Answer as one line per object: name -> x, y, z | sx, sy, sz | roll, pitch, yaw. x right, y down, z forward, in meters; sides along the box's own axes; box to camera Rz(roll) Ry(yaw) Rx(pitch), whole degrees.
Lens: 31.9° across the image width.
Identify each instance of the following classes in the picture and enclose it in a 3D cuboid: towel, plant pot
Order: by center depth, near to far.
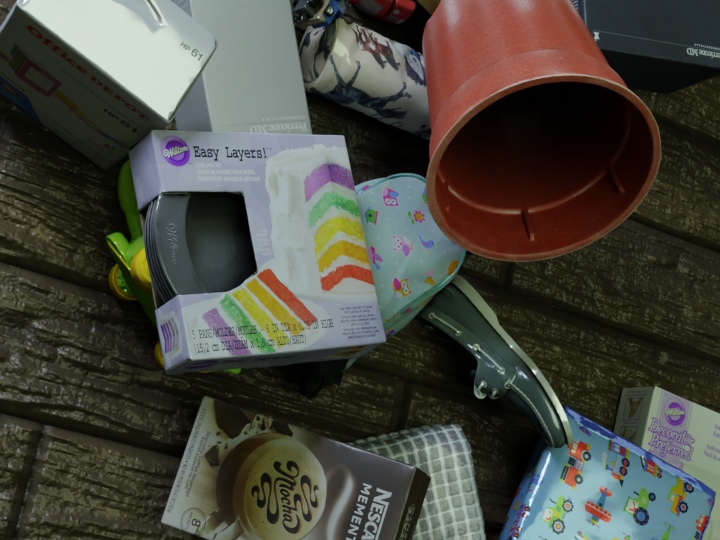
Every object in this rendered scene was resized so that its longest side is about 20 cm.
plant pot -> 0.139, -0.148, 1.104 | 0.198, 0.202, 0.197 | 16, 40, -24
towel -> 0.036, 0.253, 1.161 | 0.163, 0.085, 0.204 | -10, 87, -27

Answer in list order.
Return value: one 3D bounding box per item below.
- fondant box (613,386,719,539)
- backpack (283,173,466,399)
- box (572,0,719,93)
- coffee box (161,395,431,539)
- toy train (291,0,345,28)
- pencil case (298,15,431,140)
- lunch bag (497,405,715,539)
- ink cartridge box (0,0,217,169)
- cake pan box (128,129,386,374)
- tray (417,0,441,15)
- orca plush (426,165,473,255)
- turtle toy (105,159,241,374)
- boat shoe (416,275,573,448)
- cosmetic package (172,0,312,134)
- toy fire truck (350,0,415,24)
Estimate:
fondant box -> 0.327, 0.241, 1.328 | 0.143, 0.058, 0.203 | 22, 73, -22
backpack -> 0.000, 0.000, 1.156 | 0.199, 0.126, 0.169 | -30, 94, -30
box -> 0.287, -0.302, 1.356 | 0.197, 0.104, 0.186 | 4, 80, -26
coffee box -> -0.052, 0.193, 1.063 | 0.197, 0.080, 0.115 | 15, 79, 17
toy train -> -0.009, -0.298, 1.181 | 0.046, 0.034, 0.202 | 47, 58, -33
pencil case -> 0.034, -0.188, 1.226 | 0.197, 0.078, 0.091 | 18, 59, -24
lunch bag -> 0.250, 0.251, 1.229 | 0.198, 0.094, 0.152 | 26, 71, 4
ink cartridge box -> -0.220, -0.173, 1.024 | 0.144, 0.199, 0.085 | 36, 68, -17
cake pan box -> -0.084, -0.018, 1.011 | 0.198, 0.052, 0.187 | -1, 72, -37
tray -> 0.112, -0.260, 1.239 | 0.199, 0.037, 0.100 | 35, 37, -39
orca plush -> 0.124, -0.047, 1.228 | 0.104, 0.200, 0.072 | 15, 92, 19
turtle toy -> -0.150, -0.002, 1.063 | 0.100, 0.145, 0.202 | -34, 98, -21
boat shoe -> 0.128, 0.098, 1.211 | 0.061, 0.073, 0.201 | -33, 68, -9
cosmetic package -> -0.119, -0.203, 1.145 | 0.105, 0.090, 0.203 | -10, 84, -30
toy fire truck -> 0.002, -0.359, 1.249 | 0.139, 0.049, 0.204 | 14, 78, -24
